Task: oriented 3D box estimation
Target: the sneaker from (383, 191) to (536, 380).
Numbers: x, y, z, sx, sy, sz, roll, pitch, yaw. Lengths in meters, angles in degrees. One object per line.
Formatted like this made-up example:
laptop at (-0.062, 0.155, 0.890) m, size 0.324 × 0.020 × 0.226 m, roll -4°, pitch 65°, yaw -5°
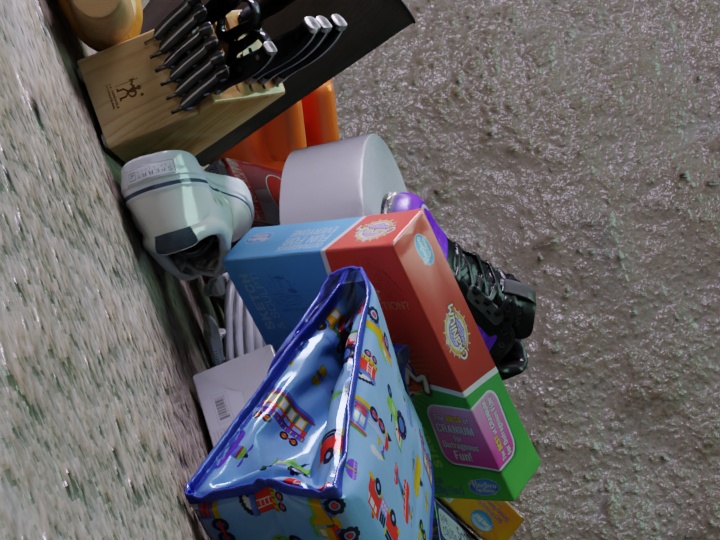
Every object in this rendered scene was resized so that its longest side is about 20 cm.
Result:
sneaker at (0.077, 0.013, 1.112) m, size 0.201 × 0.098 × 0.070 m, roll 66°, pitch 27°, yaw -46°

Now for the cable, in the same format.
cable at (-0.050, 0.070, 1.196) m, size 0.200 × 0.068 × 0.202 m, roll -66°, pitch 144°, yaw -66°

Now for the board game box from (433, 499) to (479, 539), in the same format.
board game box at (0.086, 0.277, 1.225) m, size 0.200 × 0.034 × 0.137 m, roll 49°, pitch 28°, yaw -55°

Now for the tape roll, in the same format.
tape roll at (0.000, 0.000, 1.172) m, size 0.200 × 0.065 × 0.203 m, roll -11°, pitch 90°, yaw -77°

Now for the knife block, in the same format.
knife block at (-0.093, -0.133, 1.033) m, size 0.200 × 0.174 × 0.065 m, roll 73°, pitch -4°, yaw -84°

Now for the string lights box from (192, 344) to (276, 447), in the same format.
string lights box at (-0.045, 0.153, 1.014) m, size 0.201 × 0.058 × 0.103 m, roll 70°, pitch -2°, yaw -50°

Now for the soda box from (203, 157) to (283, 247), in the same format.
soda box at (-0.073, -0.040, 1.282) m, size 0.199 × 0.070 × 0.064 m, roll 10°, pitch 50°, yaw -60°

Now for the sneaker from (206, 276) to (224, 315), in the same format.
sneaker at (-0.107, -0.018, 1.342) m, size 0.201 × 0.077 × 0.082 m, roll 64°, pitch 9°, yaw 29°

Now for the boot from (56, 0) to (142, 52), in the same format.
boot at (-0.197, -0.238, 1.029) m, size 0.144 × 0.070 × 0.203 m, roll 144°, pitch -73°, yaw -83°

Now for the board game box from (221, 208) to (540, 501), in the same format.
board game box at (0.013, 0.060, 1.006) m, size 0.040 × 0.152 × 0.201 m, roll -47°, pitch 120°, yaw -40°

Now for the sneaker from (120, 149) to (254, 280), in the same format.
sneaker at (-0.116, -0.027, 1.043) m, size 0.200 × 0.072 × 0.072 m, roll 26°, pitch 51°, yaw -77°

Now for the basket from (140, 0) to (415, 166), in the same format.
basket at (-0.090, -0.191, 1.188) m, size 0.181 × 0.200 × 0.136 m, roll 48°, pitch 3°, yaw 6°

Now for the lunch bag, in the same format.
lunch bag at (-0.002, 0.107, 0.876) m, size 0.201 × 0.093 × 0.152 m, roll -66°, pitch 144°, yaw -47°

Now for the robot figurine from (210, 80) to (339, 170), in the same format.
robot figurine at (-0.102, -0.147, 1.408) m, size 0.199 × 0.145 × 0.117 m, roll 15°, pitch -23°, yaw 47°

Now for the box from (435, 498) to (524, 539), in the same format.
box at (0.043, 0.152, 1.294) m, size 0.119 × 0.042 × 0.200 m, roll 45°, pitch -9°, yaw -32°
